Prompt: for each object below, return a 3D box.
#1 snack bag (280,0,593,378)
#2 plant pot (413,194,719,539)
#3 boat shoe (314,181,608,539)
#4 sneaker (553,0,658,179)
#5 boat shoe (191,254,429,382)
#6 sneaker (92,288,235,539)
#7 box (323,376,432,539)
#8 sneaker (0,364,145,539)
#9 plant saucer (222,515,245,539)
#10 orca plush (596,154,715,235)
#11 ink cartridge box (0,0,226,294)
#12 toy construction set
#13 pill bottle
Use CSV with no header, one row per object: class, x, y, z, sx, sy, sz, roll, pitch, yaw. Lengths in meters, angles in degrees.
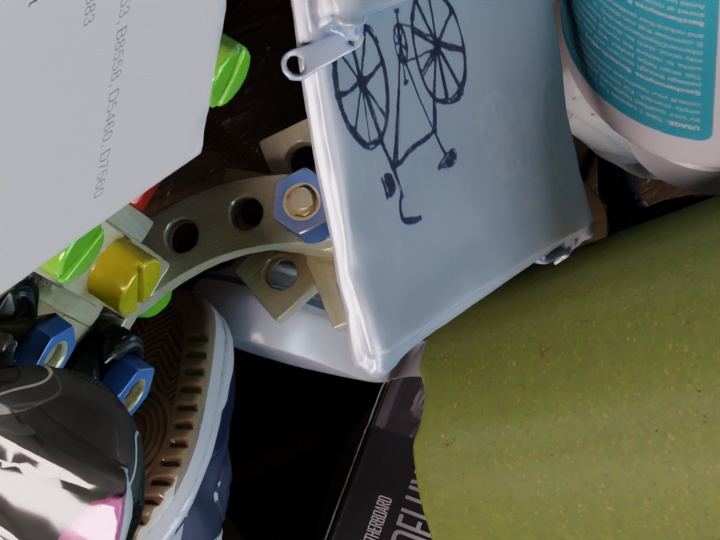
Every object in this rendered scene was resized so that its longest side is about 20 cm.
snack bag,0.023,-0.083,0.723,0.188,0.021,0.202,-29,112,-64
plant pot,0.126,0.051,0.839,0.200,0.189,0.202,20,65,-52
boat shoe,0.049,0.057,1.057,0.201,0.072,0.065,-64,155,-5
sneaker,0.097,-0.082,0.967,0.077,0.081,0.200,-60,158,7
boat shoe,0.000,0.000,0.890,0.200,0.073,0.066,3,100,-70
sneaker,-0.063,0.114,0.792,0.108,0.070,0.201,38,60,-47
box,-0.005,0.161,0.929,0.158,0.049,0.201,-68,174,-45
sneaker,-0.115,0.076,0.692,0.200,0.080,0.086,-42,-171,42
plant saucer,-0.076,0.224,0.935,0.200,0.048,0.201,-67,174,-55
orca plush,0.135,-0.018,1.039,0.071,0.200,0.106,27,102,-29
ink cartridge box,-0.112,-0.063,0.456,0.200,0.128,0.126,-37,151,-43
toy construction set,-0.062,-0.026,0.686,0.132,0.092,0.200,-58,148,-3
pill bottle,0.118,-0.108,0.825,0.111,0.110,0.200,-50,156,-23
